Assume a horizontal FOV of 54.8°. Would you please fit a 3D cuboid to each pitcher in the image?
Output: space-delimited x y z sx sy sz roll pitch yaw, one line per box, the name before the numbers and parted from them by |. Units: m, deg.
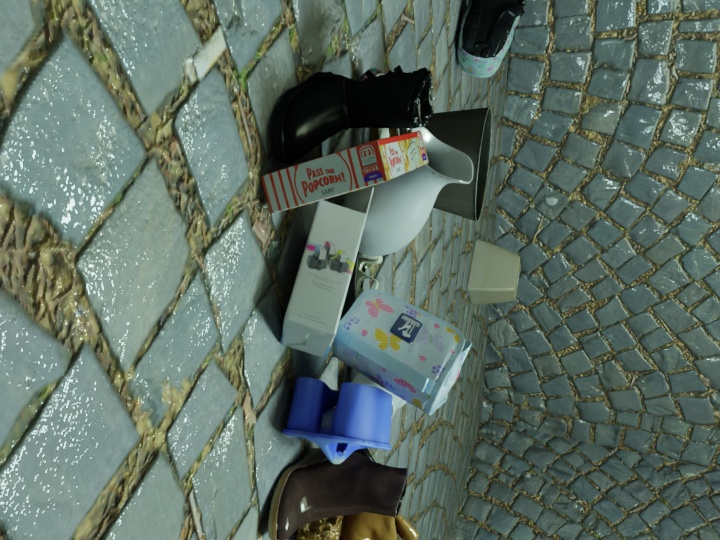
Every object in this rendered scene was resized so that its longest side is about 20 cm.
pitcher | 0.039 -0.128 1.000 0.200 0.171 0.122 -43 -173 38

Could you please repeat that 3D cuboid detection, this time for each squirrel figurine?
squirrel figurine | -0.036 0.429 1.096 0.188 0.140 0.201 -49 113 -19

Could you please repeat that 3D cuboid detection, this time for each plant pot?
plant pot | 0.517 0.018 2.658 0.200 0.172 0.205 51 49 -67

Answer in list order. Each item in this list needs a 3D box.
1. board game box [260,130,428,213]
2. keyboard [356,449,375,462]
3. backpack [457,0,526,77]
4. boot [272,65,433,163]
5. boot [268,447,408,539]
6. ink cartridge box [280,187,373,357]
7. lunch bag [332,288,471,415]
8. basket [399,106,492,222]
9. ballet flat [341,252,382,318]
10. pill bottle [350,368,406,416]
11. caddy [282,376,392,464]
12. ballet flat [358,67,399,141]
board game box | -0.011 -0.124 0.850 0.200 0.148 0.048 -38 114 -67
keyboard | 0.001 0.322 1.158 0.105 0.039 0.200 55 -6 -19
backpack | 0.324 -0.602 1.777 0.127 0.162 0.205 67 41 -68
boot | -0.002 -0.191 0.838 0.200 0.158 0.075 -61 151 -50
boot | -0.027 0.319 0.979 0.200 0.162 0.075 -45 140 -63
ink cartridge box | -0.043 -0.006 0.891 0.116 0.066 0.205 115 -9 -67
lunch bag | 0.061 0.112 0.981 0.130 0.167 0.199 -64 164 6
basket | 0.109 -0.185 1.151 0.136 0.194 0.186 -35 132 -68
ballet flat | 0.000 0.000 1.095 0.073 0.071 0.206 28 70 -72
pill bottle | 0.047 0.177 1.244 0.201 0.116 0.123 -57 150 -55
caddy | -0.028 0.217 0.978 0.200 0.137 0.108 48 48 -68
ballet flat | 0.035 -0.204 1.061 0.071 0.067 0.206 -112 -168 -76
